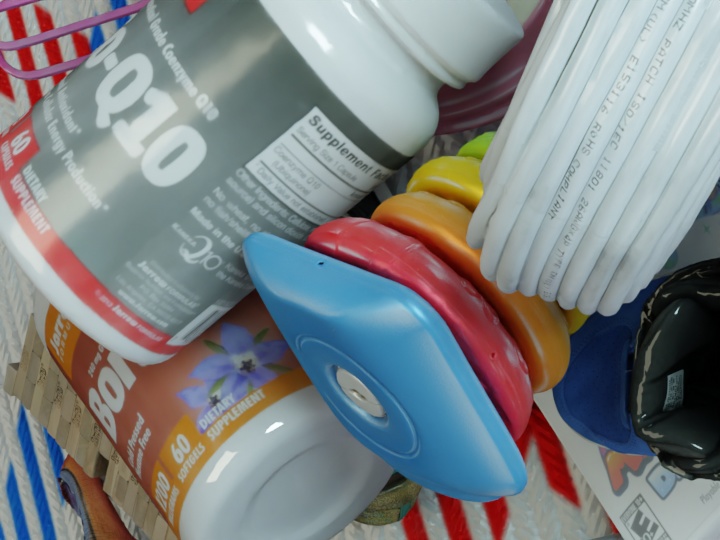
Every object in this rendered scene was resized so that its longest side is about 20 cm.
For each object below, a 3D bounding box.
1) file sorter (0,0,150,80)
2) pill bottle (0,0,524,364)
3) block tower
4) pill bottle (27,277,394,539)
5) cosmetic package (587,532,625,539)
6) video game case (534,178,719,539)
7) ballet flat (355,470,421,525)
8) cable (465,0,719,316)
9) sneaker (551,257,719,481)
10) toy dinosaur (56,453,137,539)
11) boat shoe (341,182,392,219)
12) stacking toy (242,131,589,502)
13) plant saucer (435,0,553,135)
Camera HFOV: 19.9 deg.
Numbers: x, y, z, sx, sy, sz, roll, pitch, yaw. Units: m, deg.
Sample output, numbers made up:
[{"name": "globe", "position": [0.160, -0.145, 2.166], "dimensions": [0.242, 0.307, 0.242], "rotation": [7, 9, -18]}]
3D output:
[{"name": "file sorter", "position": [-0.156, -0.192, 0.997], "dimensions": [0.200, 0.125, 0.139], "rotation": [67, -175, -75]}, {"name": "pill bottle", "position": [-0.043, -0.065, 0.806], "dimensions": [0.200, 0.114, 0.114], "rotation": [-40, 61, 13]}, {"name": "block tower", "position": [-0.119, 0.088, 1.113], "dimensions": [0.200, 0.054, 0.058], "rotation": [36, 119, 41]}, {"name": "pill bottle", "position": [-0.078, 0.031, 0.925], "dimensions": [0.200, 0.112, 0.112], "rotation": [49, 128, 32]}, {"name": "cosmetic package", "position": [0.037, 0.193, 0.908], "dimensions": [0.200, 0.101, 0.074], "rotation": [-41, 64, 45]}, {"name": "video game case", "position": [0.131, -0.002, 0.837], "dimensions": [0.182, 0.024, 0.200], "rotation": [58, 133, 28]}, {"name": "ballet flat", "position": [-0.028, 0.042, 1.002], "dimensions": [0.200, 0.071, 0.071], "rotation": [58, 132, 31]}, {"name": "cable", "position": [0.099, -0.076, 0.646], "dimensions": [0.069, 0.200, 0.200], "rotation": [28, 138, 5]}, {"name": "sneaker", "position": [0.119, 0.035, 0.751], "dimensions": [0.200, 0.111, 0.077], "rotation": [-7, 88, 49]}, {"name": "toy dinosaur", "position": [-0.122, 0.184, 1.139], "dimensions": [0.199, 0.105, 0.182], "rotation": [-6, 73, 13]}, {"name": "boat shoe", "position": [0.000, 0.000, 0.948], "dimensions": [0.200, 0.060, 0.076], "rotation": [56, 155, 36]}, {"name": "stacking toy", "position": [0.064, -0.020, 0.780], "dimensions": [0.116, 0.200, 0.110], "rotation": [20, 149, 49]}, {"name": "plant saucer", "position": [0.017, -0.154, 0.860], "dimensions": [0.200, 0.051, 0.201], "rotation": [4, 103, 16]}]
